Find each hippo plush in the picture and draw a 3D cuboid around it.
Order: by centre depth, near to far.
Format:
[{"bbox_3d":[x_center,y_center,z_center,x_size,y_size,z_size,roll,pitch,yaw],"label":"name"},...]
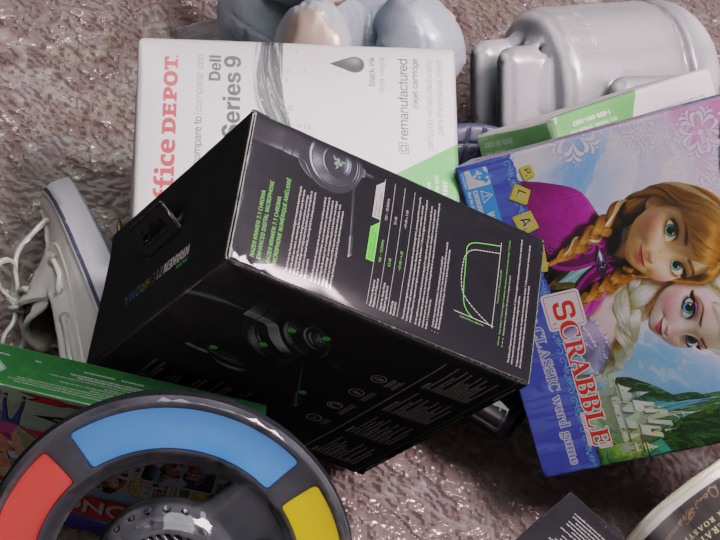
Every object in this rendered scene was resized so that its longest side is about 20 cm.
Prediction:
[{"bbox_3d":[-0.020,-0.144,1.374,0.161,0.200,0.160,15,86,-33],"label":"hippo plush"}]

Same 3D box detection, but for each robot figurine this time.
[{"bbox_3d":[0.179,-0.139,1.431,0.200,0.113,0.170,-7,19,-25],"label":"robot figurine"}]

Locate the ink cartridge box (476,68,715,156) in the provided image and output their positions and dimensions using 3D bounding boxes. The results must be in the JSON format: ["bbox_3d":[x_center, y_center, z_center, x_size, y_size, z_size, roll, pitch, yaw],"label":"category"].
[{"bbox_3d":[0.176,-0.014,1.274,0.145,0.087,0.200,-20,96,-33],"label":"ink cartridge box"}]

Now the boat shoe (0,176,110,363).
[{"bbox_3d":[-0.185,0.022,1.198,0.086,0.075,0.202,-24,45,-5],"label":"boat shoe"}]

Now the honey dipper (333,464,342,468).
[{"bbox_3d":[0.065,0.085,1.256,0.200,0.038,0.038,-13,56,-32],"label":"honey dipper"}]

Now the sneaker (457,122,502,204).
[{"bbox_3d":[0.116,-0.054,1.345,0.200,0.074,0.082,15,4,-32],"label":"sneaker"}]

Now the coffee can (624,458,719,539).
[{"bbox_3d":[0.259,0.216,1.134,0.146,0.146,0.200,-18,58,-31],"label":"coffee can"}]

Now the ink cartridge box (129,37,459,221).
[{"bbox_3d":[-0.043,-0.060,1.212,0.200,0.084,0.146,1,66,-5],"label":"ink cartridge box"}]

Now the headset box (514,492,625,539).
[{"bbox_3d":[0.056,0.242,1.021,0.093,0.174,0.200,42,50,18],"label":"headset box"}]

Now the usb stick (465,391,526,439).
[{"bbox_3d":[0.021,0.039,1.236,0.200,0.033,0.055,31,48,11],"label":"usb stick"}]

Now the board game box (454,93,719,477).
[{"bbox_3d":[0.178,0.007,1.158,0.041,0.199,0.200,-30,103,-67],"label":"board game box"}]

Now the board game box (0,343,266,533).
[{"bbox_3d":[-0.164,0.098,1.095,0.200,0.135,0.029,14,51,-7],"label":"board game box"}]

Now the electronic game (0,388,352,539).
[{"bbox_3d":[-0.103,0.159,1.040,0.200,0.200,0.042,14,14,-8],"label":"electronic game"}]

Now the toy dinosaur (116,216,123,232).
[{"bbox_3d":[-0.106,0.049,1.225,0.200,0.060,0.106,26,35,19],"label":"toy dinosaur"}]

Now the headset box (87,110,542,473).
[{"bbox_3d":[-0.033,0.017,1.072,0.200,0.174,0.093,22,58,-23],"label":"headset box"}]
